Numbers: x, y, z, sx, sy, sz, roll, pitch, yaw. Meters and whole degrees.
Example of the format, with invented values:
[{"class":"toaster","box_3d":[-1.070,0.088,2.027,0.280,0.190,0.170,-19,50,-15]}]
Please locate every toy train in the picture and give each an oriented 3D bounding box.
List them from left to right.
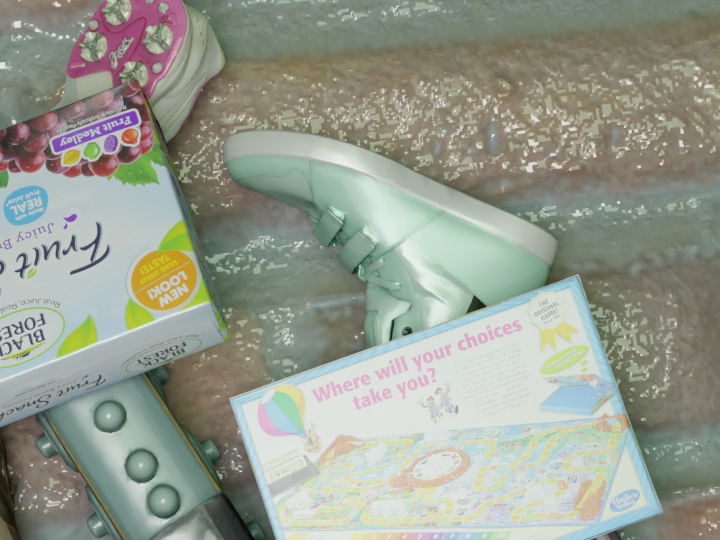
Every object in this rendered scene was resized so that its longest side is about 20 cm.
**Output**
[{"class":"toy train","box_3d":[-0.112,0.114,1.213,0.085,0.114,0.201,-31,82,-10]}]

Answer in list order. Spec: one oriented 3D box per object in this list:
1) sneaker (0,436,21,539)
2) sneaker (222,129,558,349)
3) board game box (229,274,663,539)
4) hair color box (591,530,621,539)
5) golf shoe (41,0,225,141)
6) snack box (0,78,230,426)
[{"class":"sneaker","box_3d":[-0.208,0.127,1.226,0.070,0.075,0.202,-16,97,25]},{"class":"sneaker","box_3d":[0.000,0.000,1.266,0.199,0.074,0.119,22,81,2]},{"class":"board game box","box_3d":[0.045,0.099,1.203,0.198,0.034,0.136,-19,82,0]},{"class":"hair color box","box_3d":[0.121,0.210,1.237,0.100,0.061,0.201,-30,83,-9]},{"class":"golf shoe","box_3d":[-0.148,-0.068,1.271,0.200,0.091,0.075,-49,67,12]},{"class":"snack box","box_3d":[-0.183,0.003,1.164,0.198,0.053,0.143,-21,64,0]}]
